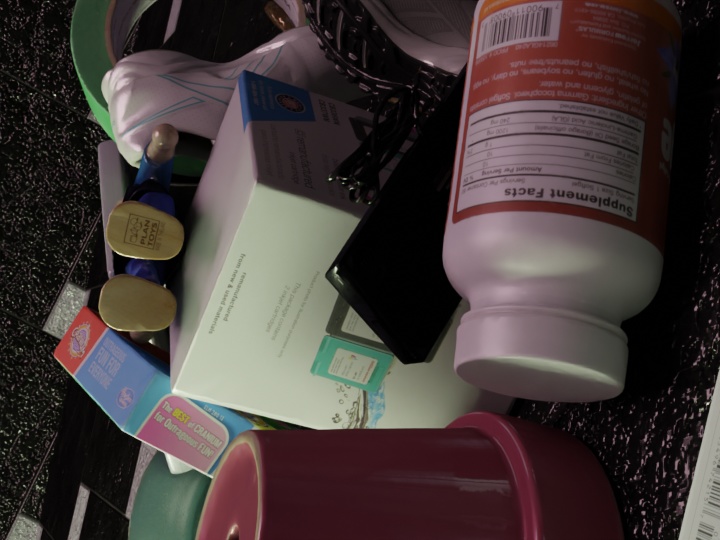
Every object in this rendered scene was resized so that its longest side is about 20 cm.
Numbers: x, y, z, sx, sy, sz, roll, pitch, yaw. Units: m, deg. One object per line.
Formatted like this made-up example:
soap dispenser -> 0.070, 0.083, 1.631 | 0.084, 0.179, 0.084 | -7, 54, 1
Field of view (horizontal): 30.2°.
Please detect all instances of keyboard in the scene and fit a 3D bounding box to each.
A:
keyboard -> 0.036, -0.052, 0.721 | 0.039, 0.104, 0.201 | -11, 36, 46

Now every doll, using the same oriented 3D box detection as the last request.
doll -> -0.131, -0.021, 0.816 | 0.200, 0.048, 0.139 | -140, 57, -78

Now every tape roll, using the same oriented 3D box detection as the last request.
tape roll -> -0.112, -0.170, 0.991 | 0.048, 0.197, 0.203 | 87, -172, -67

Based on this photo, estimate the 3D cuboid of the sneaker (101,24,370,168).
sneaker -> -0.071, -0.109, 0.897 | 0.071, 0.197, 0.081 | 86, 171, -59

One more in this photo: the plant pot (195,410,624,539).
plant pot -> 0.011, 0.163, 0.687 | 0.200, 0.177, 0.203 | -166, 90, -72

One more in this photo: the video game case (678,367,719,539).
video game case -> 0.190, 0.045, 0.488 | 0.182, 0.023, 0.203 | -171, 96, -73

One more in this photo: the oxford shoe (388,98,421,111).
oxford shoe -> 0.029, -0.189, 1.074 | 0.201, 0.070, 0.074 | -107, 39, -58

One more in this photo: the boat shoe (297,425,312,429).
boat shoe -> -0.030, 0.161, 0.992 | 0.201, 0.064, 0.073 | -107, 35, -58

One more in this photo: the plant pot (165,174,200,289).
plant pot -> -0.079, -0.018, 1.098 | 0.200, 0.197, 0.180 | -118, 31, -64

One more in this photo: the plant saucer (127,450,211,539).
plant saucer -> -0.104, 0.221, 1.043 | 0.036, 0.200, 0.203 | -10, 60, 29

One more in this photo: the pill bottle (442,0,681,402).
pill bottle -> 0.101, -0.042, 0.677 | 0.112, 0.111, 0.203 | 149, 132, -65

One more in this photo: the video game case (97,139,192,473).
video game case -> -0.165, 0.023, 1.023 | 0.201, 0.022, 0.184 | -112, 9, -57

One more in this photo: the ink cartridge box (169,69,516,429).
ink cartridge box -> 0.000, 0.000, 0.807 | 0.147, 0.198, 0.147 | -105, 35, -57

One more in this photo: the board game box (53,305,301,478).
board game box -> -0.090, 0.104, 0.871 | 0.041, 0.199, 0.153 | -58, 31, -3

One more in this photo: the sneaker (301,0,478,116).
sneaker -> 0.042, -0.147, 0.844 | 0.079, 0.199, 0.074 | -46, -18, -27

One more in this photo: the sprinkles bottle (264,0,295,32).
sprinkles bottle -> 0.012, -0.259, 1.062 | 0.200, 0.068, 0.068 | -48, 23, 6
